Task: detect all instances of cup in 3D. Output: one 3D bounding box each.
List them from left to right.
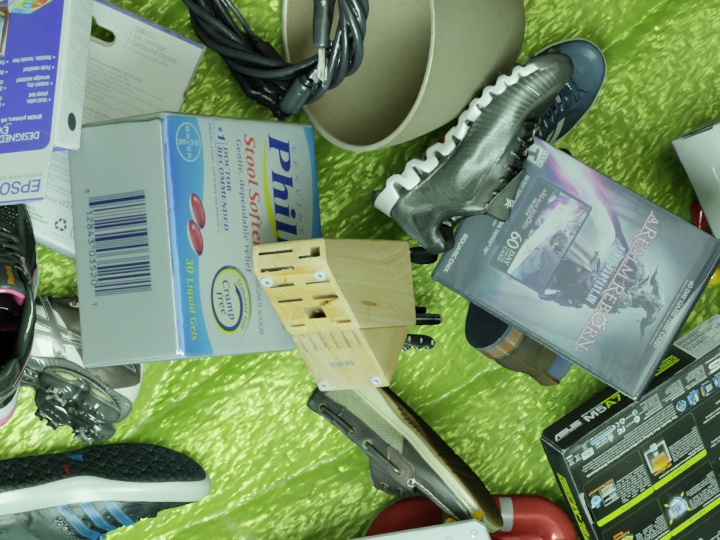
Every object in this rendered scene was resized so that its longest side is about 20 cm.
[{"bbox_3d":[0.050,-0.202,1.571,0.143,0.200,0.201,-8,89,-37],"label":"cup"}]

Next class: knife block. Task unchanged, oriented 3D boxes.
[{"bbox_3d":[0.000,0.000,1.534,0.200,0.064,0.176,62,33,-37],"label":"knife block"}]

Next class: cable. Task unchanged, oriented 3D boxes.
[{"bbox_3d":[-0.075,-0.229,1.546,0.051,0.163,0.201,-17,72,-43],"label":"cable"}]

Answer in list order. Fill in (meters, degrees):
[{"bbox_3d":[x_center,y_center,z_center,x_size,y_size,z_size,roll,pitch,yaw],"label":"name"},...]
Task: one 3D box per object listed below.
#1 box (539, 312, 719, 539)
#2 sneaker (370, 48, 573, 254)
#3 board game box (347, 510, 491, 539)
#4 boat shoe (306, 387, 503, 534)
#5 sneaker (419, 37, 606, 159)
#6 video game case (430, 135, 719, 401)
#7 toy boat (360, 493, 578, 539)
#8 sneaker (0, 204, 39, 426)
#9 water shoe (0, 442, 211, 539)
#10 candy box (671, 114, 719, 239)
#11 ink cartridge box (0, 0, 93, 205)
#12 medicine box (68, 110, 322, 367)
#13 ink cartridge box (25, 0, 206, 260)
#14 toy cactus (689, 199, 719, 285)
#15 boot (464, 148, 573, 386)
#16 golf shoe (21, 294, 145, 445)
[{"bbox_3d":[0.268,0.167,1.631,0.200,0.047,0.194,-33,121,-14],"label":"box"},{"bbox_3d":[0.106,-0.088,1.535,0.200,0.066,0.091,-42,76,16],"label":"sneaker"},{"bbox_3d":[0.034,0.292,1.530,0.199,0.026,0.201,-12,112,20],"label":"board game box"},{"bbox_3d":[0.035,0.154,1.572,0.065,0.073,0.200,-47,62,6],"label":"boat shoe"},{"bbox_3d":[0.140,-0.127,1.629,0.200,0.084,0.075,-42,97,-13],"label":"sneaker"},{"bbox_3d":[0.173,-0.007,1.544,0.200,0.019,0.143,31,94,21],"label":"video game case"},{"bbox_3d":[0.096,0.250,1.573,0.199,0.131,0.131,1,86,-14],"label":"toy boat"},{"bbox_3d":[-0.270,0.015,1.447,0.080,0.086,0.201,5,62,-25],"label":"sneaker"},{"bbox_3d":[-0.219,0.188,1.539,0.199,0.072,0.079,-2,115,-16],"label":"water shoe"},{"bbox_3d":[0.388,-0.079,1.668,0.200,0.071,0.168,-28,94,-33],"label":"candy box"},{"bbox_3d":[-0.299,-0.132,1.462,0.197,0.043,0.201,-4,71,25],"label":"ink cartridge box"},{"bbox_3d":[-0.123,-0.024,1.496,0.200,0.103,0.183,-2,87,-57],"label":"medicine box"},{"bbox_3d":[-0.252,-0.126,1.551,0.197,0.047,0.201,24,80,-11],"label":"ink cartridge box"},{"bbox_3d":[0.245,0.022,1.630,0.200,0.102,0.166,-23,117,-55],"label":"toy cactus"},{"bbox_3d":[0.158,0.000,1.649,0.097,0.075,0.201,38,65,-36],"label":"boot"},{"bbox_3d":[-0.262,0.051,1.532,0.200,0.078,0.095,36,54,-5],"label":"golf shoe"}]
